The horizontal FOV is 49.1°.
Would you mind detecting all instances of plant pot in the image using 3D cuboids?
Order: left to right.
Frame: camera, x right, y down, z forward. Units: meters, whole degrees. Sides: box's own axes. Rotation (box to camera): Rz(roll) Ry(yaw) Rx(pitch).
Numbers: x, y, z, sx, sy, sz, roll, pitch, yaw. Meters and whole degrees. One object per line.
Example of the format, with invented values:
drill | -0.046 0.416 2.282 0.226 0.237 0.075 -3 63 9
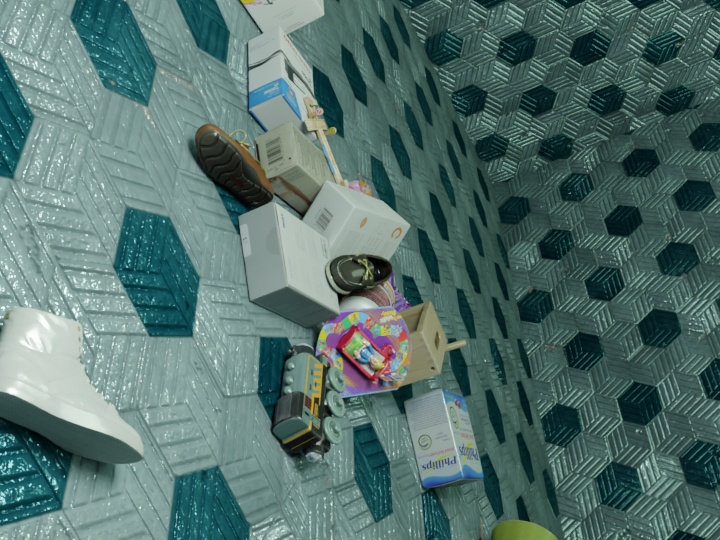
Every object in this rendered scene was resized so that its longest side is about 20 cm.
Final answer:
plant pot | 0.398 0.770 1.977 0.189 0.184 0.201 60 36 -27

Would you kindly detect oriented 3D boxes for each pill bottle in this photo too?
pill bottle | 0.003 0.089 1.578 0.111 0.108 0.200 65 20 -15

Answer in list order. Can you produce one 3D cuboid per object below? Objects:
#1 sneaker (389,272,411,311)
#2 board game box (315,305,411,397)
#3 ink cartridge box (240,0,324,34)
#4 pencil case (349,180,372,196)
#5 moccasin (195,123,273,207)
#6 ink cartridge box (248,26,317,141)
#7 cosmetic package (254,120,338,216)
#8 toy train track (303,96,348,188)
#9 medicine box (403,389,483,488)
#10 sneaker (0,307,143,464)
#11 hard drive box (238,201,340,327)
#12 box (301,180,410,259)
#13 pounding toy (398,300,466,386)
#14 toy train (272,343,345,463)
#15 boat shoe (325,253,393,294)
sneaker | 0.087 0.083 1.862 0.081 0.082 0.204 38 37 -58
board game box | 0.015 0.151 1.449 0.039 0.196 0.162 -174 -99 -65
ink cartridge box | -0.187 -0.632 1.681 0.200 0.142 0.149 50 27 -45
pencil case | -0.003 -0.102 1.793 0.087 0.086 0.204 38 38 -57
moccasin | -0.208 -0.183 1.309 0.201 0.073 0.079 36 29 -55
ink cartridge box | -0.158 -0.367 1.601 0.145 0.083 0.203 47 29 -50
cosmetic package | -0.117 -0.190 1.545 0.200 0.086 0.105 38 36 -56
toy train track | -0.061 -0.256 1.582 0.203 0.032 0.115 69 19 -4
medicine box | 0.196 0.396 1.837 0.182 0.101 0.204 29 44 -63
sneaker | -0.287 0.114 0.804 0.200 0.073 0.117 49 31 -45
hard drive box | -0.121 -0.006 1.376 0.200 0.076 0.159 36 38 -60
box | -0.013 -0.082 1.571 0.097 0.125 0.199 44 17 33
pounding toy | 0.115 0.168 1.701 0.144 0.181 0.200 65 20 -15
toy train | -0.083 0.210 1.278 0.114 0.084 0.202 46 29 -31
boat shoe | 0.000 0.000 1.485 0.200 0.060 0.073 -4 75 -66
